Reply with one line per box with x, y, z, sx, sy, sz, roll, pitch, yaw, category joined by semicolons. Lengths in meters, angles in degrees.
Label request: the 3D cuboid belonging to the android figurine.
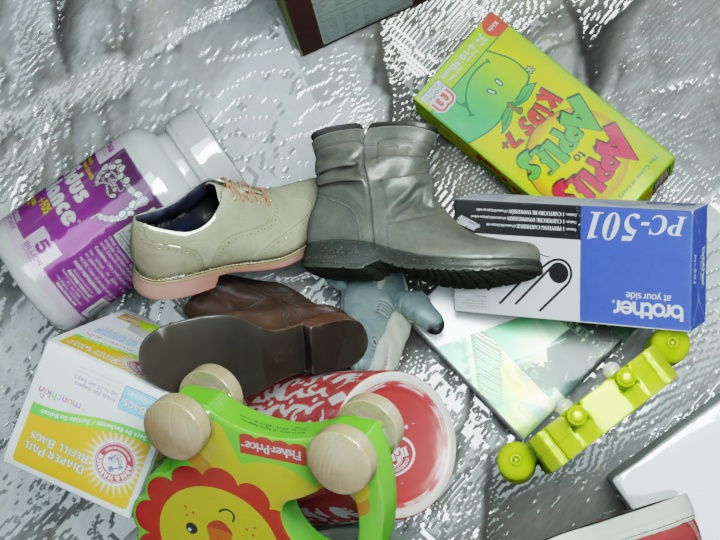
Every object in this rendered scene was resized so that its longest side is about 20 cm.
0.184;0.109;1.196;0.182;0.200;0.041;-38;79;0;android figurine

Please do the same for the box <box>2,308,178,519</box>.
-0.185;0.107;1.206;0.112;0.200;0.102;23;98;6;box

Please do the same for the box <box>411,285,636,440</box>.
0.157;0.024;1.290;0.200;0.036;0.144;-44;83;-2;box

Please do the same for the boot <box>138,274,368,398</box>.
-0.113;0.043;1.206;0.185;0.200;0.065;0;103;-26;boot

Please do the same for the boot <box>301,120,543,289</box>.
0.048;-0.057;1.199;0.199;0.068;0.132;4;79;15;boot

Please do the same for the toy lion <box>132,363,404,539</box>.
-0.070;0.172;1.075;0.199;0.069;0.193;8;115;22;toy lion

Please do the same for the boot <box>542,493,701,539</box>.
0.186;0.262;1.143;0.199;0.072;0.145;-12;78;-24;boot

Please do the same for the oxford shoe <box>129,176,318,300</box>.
-0.093;-0.042;1.229;0.199;0.074;0.071;-25;41;-26;oxford shoe

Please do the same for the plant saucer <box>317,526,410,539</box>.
-0.008;0.243;1.201;0.199;0.200;0.050;-4;62;2;plant saucer

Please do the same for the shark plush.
0.000;0.000;1.264;0.091;0.083;0.201;-31;60;41;shark plush

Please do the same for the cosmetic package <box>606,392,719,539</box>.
0.311;0.152;1.249;0.200;0.074;0.102;-35;83;1;cosmetic package

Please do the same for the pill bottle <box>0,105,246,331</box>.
-0.199;-0.048;1.277;0.200;0.112;0.113;-36;83;-2;pill bottle

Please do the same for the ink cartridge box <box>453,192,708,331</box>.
0.171;-0.009;1.203;0.199;0.044;0.095;5;101;28;ink cartridge box

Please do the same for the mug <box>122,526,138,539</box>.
-0.182;0.322;1.221;0.153;0.149;0.187;-36;76;6;mug

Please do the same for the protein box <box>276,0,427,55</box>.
-0.035;-0.314;1.257;0.134;0.200;0.199;-24;83;0;protein box

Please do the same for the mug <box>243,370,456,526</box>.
-0.034;0.154;1.174;0.133;0.200;0.178;44;63;-19;mug

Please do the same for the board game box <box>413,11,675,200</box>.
0.152;-0.113;1.271;0.200;0.048;0.102;41;85;15;board game box
